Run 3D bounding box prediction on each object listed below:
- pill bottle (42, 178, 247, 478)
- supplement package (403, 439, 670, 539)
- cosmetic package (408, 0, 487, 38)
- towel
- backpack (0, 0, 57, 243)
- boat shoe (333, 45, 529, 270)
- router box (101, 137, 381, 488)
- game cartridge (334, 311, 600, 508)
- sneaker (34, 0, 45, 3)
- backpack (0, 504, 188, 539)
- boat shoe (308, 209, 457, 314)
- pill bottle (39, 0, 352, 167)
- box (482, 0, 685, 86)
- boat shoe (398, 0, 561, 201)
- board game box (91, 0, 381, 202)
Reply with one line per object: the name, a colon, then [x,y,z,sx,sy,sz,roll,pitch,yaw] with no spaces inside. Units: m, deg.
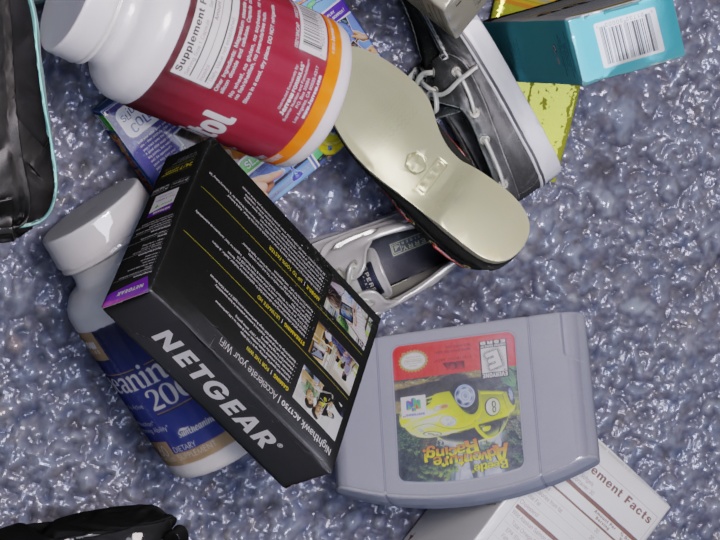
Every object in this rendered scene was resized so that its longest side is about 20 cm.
pill bottle: [-0.141,0.039,1.526,0.111,0.111,0.201,-35,105,-12]
supplement package: [0.119,0.214,1.630,0.117,0.117,0.200,41,81,-16]
cosmetic package: [0.015,-0.266,1.508,0.200,0.103,0.087,39,92,8]
towel: [0.136,-0.175,1.653,0.085,0.018,0.202,13,92,-14]
backpack: [-0.301,-0.125,1.432,0.174,0.153,0.202,-8,108,-20]
boat shoe: [0.039,-0.078,1.561,0.201,0.063,0.074,46,74,0]
router box: [-0.077,0.030,1.472,0.200,0.051,0.150,48,41,-28]
game cartridge: [0.075,0.108,1.578,0.198,0.041,0.134,-9,71,12]
sneaker: [-0.172,-0.251,1.470,0.199,0.140,0.078,-35,106,-13]
backpack: [-0.191,0.277,1.526,0.165,0.127,0.202,-8,99,-6]
boat shoe: [0.000,0.000,1.595,0.199,0.065,0.074,-31,105,-14]
pill bottle: [-0.114,-0.155,1.464,0.199,0.113,0.114,21,88,-28]
box: [0.159,-0.169,1.546,0.082,0.200,0.050,-17,99,-11]
boat shoe: [0.072,-0.139,1.600,0.068,0.074,0.200,-34,102,-11]
board game box: [-0.080,-0.124,1.570,0.200,0.034,0.136,-39,106,-13]
